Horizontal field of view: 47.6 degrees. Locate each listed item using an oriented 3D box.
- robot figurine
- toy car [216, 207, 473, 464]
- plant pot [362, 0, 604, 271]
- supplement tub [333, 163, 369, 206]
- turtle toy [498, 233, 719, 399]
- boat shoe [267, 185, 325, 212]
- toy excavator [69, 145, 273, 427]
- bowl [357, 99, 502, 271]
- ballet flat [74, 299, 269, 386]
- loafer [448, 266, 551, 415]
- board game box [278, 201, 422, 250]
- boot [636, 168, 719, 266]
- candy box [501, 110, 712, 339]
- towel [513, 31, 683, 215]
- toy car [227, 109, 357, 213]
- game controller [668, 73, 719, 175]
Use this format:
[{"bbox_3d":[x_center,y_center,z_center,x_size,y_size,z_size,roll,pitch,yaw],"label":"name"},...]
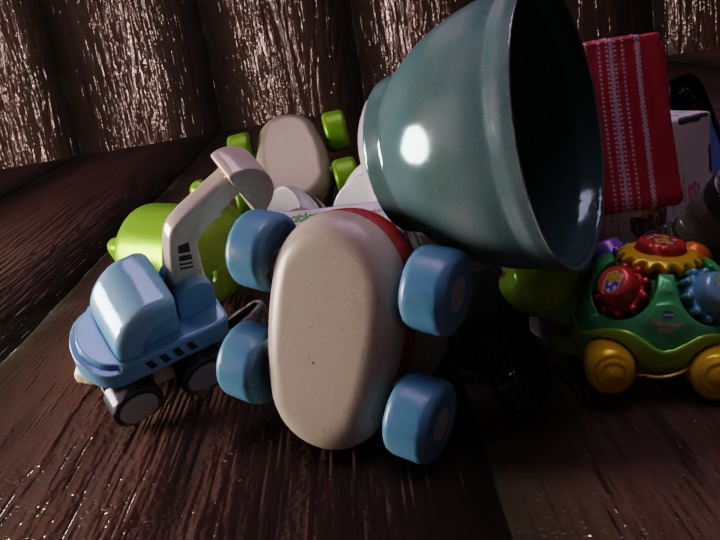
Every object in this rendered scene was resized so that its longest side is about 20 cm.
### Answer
[{"bbox_3d":[-0.216,-0.021,0.991,0.198,0.116,0.176,6,46,38],"label":"robot figurine"},{"bbox_3d":[0.017,0.035,0.661,0.182,0.179,0.199,12,13,28],"label":"toy car"},{"bbox_3d":[0.085,-0.095,0.597,0.133,0.203,0.200,-5,17,32],"label":"plant pot"},{"bbox_3d":[0.062,-0.084,1.016,0.144,0.147,0.200,0,20,27],"label":"supplement tub"},{"bbox_3d":[0.209,0.023,0.645,0.197,0.103,0.146,2,19,10],"label":"turtle toy"},{"bbox_3d":[-0.075,-0.039,0.939,0.068,0.075,0.201,25,23,-39],"label":"boat shoe"},{"bbox_3d":[-0.158,0.010,0.691,0.193,0.201,0.100,-26,54,-23],"label":"toy excavator"},{"bbox_3d":[0.088,-0.081,0.859,0.198,0.075,0.202,6,51,-26],"label":"bowl"},{"bbox_3d":[-0.181,0.073,0.802,0.197,0.058,0.066,-13,17,-9],"label":"ballet flat"},{"bbox_3d":[0.110,0.063,0.683,0.070,0.068,0.201,-37,17,15],"label":"loafer"},{"bbox_3d":[0.000,0.000,0.769,0.124,0.035,0.200,-5,-25,12],"label":"board game box"},{"bbox_3d":[0.341,0.004,0.681,0.068,0.199,0.131,-49,-8,-28],"label":"boot"},{"bbox_3d":[0.231,-0.048,0.768,0.197,0.170,0.072,-14,16,-14],"label":"candy box"},{"bbox_3d":[0.163,-0.113,0.682,0.197,0.147,0.022,-7,-2,5],"label":"towel"},{"bbox_3d":[-0.082,-0.105,1.156,0.162,0.201,0.159,-13,60,0],"label":"toy car"},{"bbox_3d":[0.360,-0.104,0.840,0.104,0.202,0.042,-25,5,-38],"label":"game controller"}]
